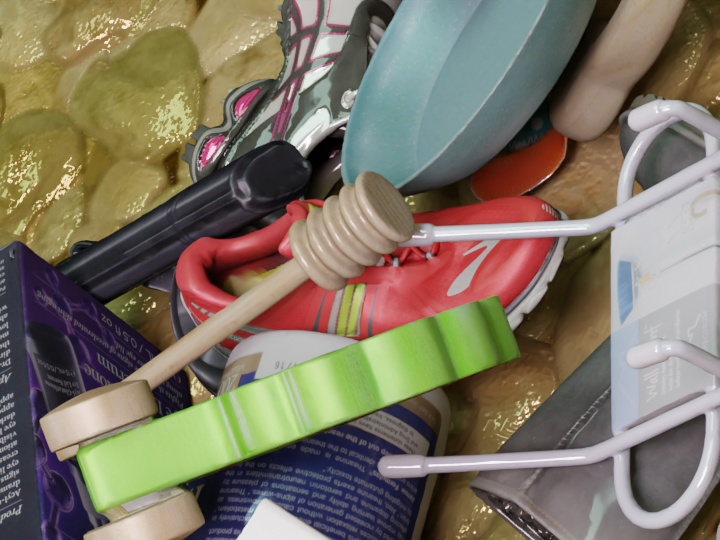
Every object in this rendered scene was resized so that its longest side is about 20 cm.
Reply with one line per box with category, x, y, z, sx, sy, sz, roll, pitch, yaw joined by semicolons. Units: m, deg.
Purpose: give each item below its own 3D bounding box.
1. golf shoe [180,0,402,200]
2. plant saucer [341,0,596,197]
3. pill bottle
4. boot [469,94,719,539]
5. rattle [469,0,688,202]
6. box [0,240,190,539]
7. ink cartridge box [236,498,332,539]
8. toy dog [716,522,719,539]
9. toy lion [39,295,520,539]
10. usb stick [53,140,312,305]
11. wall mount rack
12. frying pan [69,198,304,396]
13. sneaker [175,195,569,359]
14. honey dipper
golf shoe;-0.007;-0.107;1.431;0.088;0.077;0.200;28;89;39
plant saucer;0.061;-0.113;1.308;0.200;0.036;0.200;-51;20;26
pill bottle;-0.033;0.137;1.243;0.111;0.111;0.200;-4;58;37
boot;0.124;0.031;1.220;0.200;0.073;0.182;-51;42;-1
rattle;0.158;-0.102;1.321;0.200;0.143;0.130;-68;26;20
box;-0.157;0.113;1.336;0.104;0.148;0.200;-29;48;19
ink cartridge box;0.000;0.190;1.088;0.200;0.129;0.125;32;83;19
toy dog;0.218;0.037;1.111;0.132;0.096;0.200;8;60;39
toy lion;-0.030;0.058;1.116;0.192;0.200;0.069;-21;87;-7
usb stick;-0.099;-0.016;1.365;0.200;0.033;0.055;-26;6;46
wall mount rack;0.090;0.016;1.160;0.174;0.075;0.200;-30;47;45
frying pan;-0.080;-0.006;1.406;0.190;0.031;0.115;40;111;33
sneaker;0.000;0.000;1.268;0.200;0.085;0.077;-14;47;27
honey dipper;-0.059;0.024;1.245;0.200;0.038;0.038;-37;44;26
